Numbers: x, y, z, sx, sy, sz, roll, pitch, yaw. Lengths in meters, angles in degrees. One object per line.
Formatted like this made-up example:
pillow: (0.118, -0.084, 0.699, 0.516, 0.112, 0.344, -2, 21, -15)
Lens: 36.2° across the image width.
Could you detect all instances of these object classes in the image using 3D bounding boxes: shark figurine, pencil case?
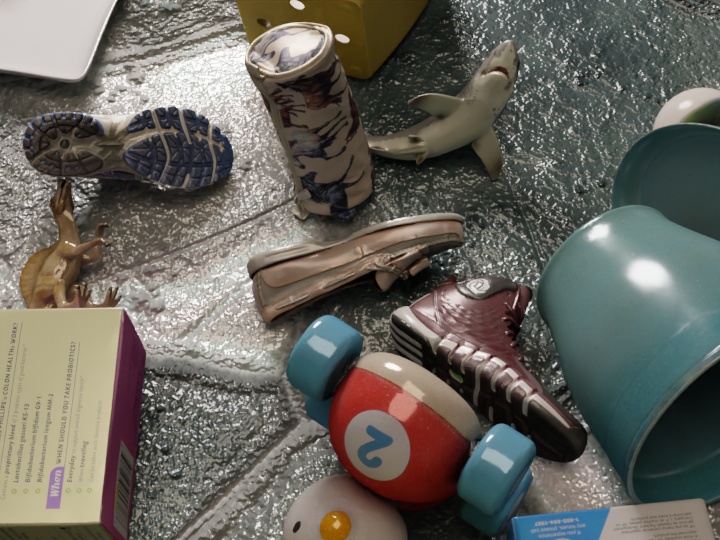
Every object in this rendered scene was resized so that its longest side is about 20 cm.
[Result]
shark figurine: (0.062, -0.149, 1.091, 0.214, 0.128, 0.090, -13, 29, 14)
pencil case: (-0.044, -0.132, 0.993, 0.078, 0.200, 0.089, 27, 64, 31)

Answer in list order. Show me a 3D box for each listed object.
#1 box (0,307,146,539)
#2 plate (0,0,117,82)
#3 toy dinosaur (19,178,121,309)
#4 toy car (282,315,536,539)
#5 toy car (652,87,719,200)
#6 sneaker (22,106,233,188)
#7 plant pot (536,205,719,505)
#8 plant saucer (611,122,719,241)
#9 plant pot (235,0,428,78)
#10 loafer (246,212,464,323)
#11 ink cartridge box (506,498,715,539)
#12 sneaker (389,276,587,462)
box: (-0.284, 0.129, 0.875, 0.199, 0.097, 0.176, -1, 63, 0)
plate: (-0.364, -0.280, 1.204, 0.199, 0.032, 0.200, 7, 55, 7)
toy dinosaur: (-0.275, 0.017, 0.997, 0.101, 0.058, 0.200, 7, 68, 27)
toy car: (0.000, 0.174, 0.813, 0.184, 0.177, 0.200, 31, 74, 18)
toy car: (0.375, -0.109, 0.970, 0.200, 0.150, 0.175, -2, 49, -38)
sneaker: (-0.223, -0.121, 1.064, 0.199, 0.085, 0.077, 4, 91, -20)
plant pot: (0.242, 0.055, 0.872, 0.200, 0.200, 0.188, -23, 46, -13)
plant saucer: (0.298, -0.033, 0.918, 0.027, 0.200, 0.200, -30, 59, -30)
plant pot: (-0.032, -0.316, 1.132, 0.199, 0.200, 0.177, 13, 69, 11)
loafer: (0.000, 0.000, 0.989, 0.199, 0.072, 0.063, -13, 73, 1)
ink cartridge box: (0.190, 0.275, 0.777, 0.146, 0.084, 0.200, -4, 56, -2)
sneaker: (0.130, 0.065, 0.930, 0.200, 0.076, 0.115, 36, 61, 24)
